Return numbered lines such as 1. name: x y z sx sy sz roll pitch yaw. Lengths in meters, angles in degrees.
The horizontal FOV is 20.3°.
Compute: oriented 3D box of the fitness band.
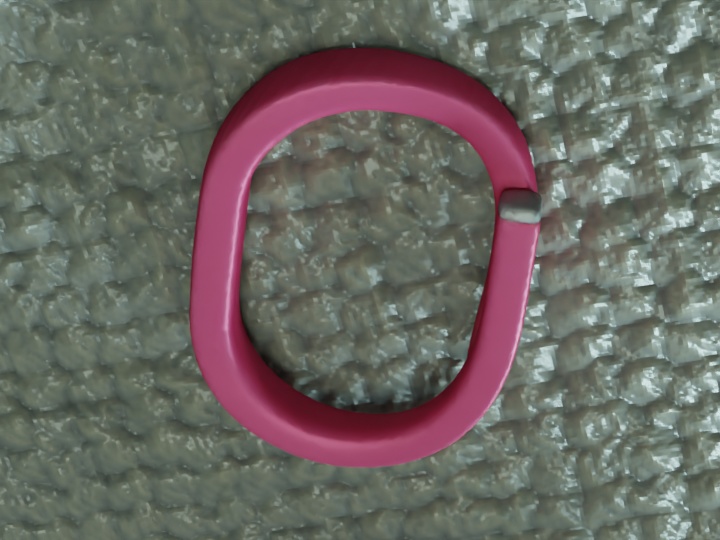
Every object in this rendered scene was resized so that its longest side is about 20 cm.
1. fitness band: 0.000 0.000 0.851 0.143 0.038 0.201 8 126 0
